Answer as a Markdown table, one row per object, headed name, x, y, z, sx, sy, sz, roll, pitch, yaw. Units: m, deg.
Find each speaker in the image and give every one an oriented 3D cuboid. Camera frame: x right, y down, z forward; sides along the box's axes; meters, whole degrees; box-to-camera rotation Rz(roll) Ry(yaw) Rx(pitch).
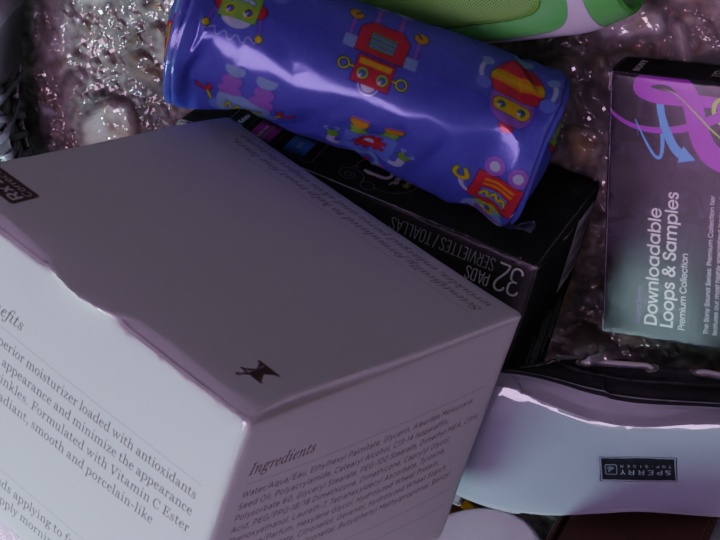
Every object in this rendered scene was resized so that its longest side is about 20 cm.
| name | x | y | z | sx | sy | sz | roll | pitch | yaw |
| --- | --- | --- | --- | --- | --- | --- | --- | --- | --- |
| speaker | 0.038 | -0.153 | 1.157 | 0.199 | 0.088 | 0.089 | -4 | 110 | 25 |

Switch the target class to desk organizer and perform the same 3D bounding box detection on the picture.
| name | x | y | z | sx | sy | sz | roll | pitch | yaw |
| --- | --- | --- | --- | --- | --- | --- | --- | --- | --- |
| desk organizer | 0.151 | 0.133 | 1.162 | 0.077 | 0.200 | 0.072 | 0 | 111 | 21 |

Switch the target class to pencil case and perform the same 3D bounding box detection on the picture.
| name | x | y | z | sx | sy | sz | roll | pitch | yaw |
| --- | --- | --- | --- | --- | --- | --- | --- | --- | --- |
| pencil case | 0.002 | -0.087 | 1.119 | 0.199 | 0.078 | 0.087 | 20 | 157 | -2 |

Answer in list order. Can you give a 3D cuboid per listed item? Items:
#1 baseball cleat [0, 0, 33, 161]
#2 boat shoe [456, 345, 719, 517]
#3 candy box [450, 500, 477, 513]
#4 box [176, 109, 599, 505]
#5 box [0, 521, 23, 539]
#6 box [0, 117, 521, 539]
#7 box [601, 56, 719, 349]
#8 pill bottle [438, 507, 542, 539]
| name | x | y | z | sx | sy | sz | roll | pitch | yaw |
| --- | --- | --- | --- | --- | --- | --- | --- | --- | --- |
| baseball cleat | -0.201 | -0.071 | 1.313 | 0.106 | 0.070 | 0.201 | 28 | 130 | 3 |
| boat shoe | 0.117 | 0.071 | 1.121 | 0.198 | 0.068 | 0.074 | 0 | 119 | 13 |
| candy box | 0.001 | 0.141 | 1.300 | 0.200 | 0.026 | 0.102 | 43 | 90 | -1 |
| box | 0.000 | 0.000 | 1.215 | 0.199 | 0.124 | 0.149 | 22 | 118 | 12 |
| box | -0.193 | 0.108 | 1.296 | 0.048 | 0.200 | 0.159 | -22 | 99 | 4 |
| box | -0.072 | 0.043 | 1.049 | 0.199 | 0.200 | 0.131 | 35 | 120 | 28 |
| box | 0.220 | -0.026 | 1.161 | 0.199 | 0.036 | 0.144 | 8 | 113 | 19 |
| pill bottle | 0.090 | 0.220 | 1.231 | 0.115 | 0.116 | 0.200 | -7 | 137 | 25 |
